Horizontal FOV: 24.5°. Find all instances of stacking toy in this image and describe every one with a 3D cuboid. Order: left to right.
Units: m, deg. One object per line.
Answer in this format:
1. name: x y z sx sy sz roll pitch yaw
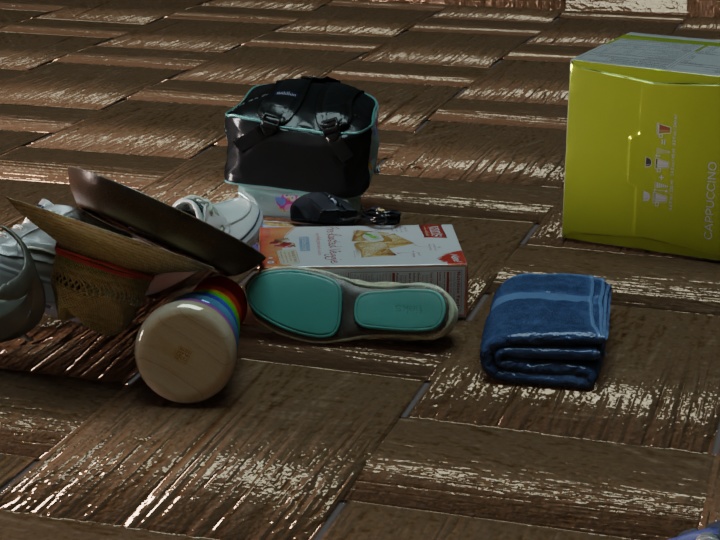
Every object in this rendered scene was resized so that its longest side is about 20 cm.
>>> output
1. stacking toy: -0.138 0.047 1.436 0.084 0.087 0.200 1 13 3

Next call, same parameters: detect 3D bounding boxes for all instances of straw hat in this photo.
1. straw hat: -0.222 0.008 1.411 0.199 0.086 0.201 19 -1 0

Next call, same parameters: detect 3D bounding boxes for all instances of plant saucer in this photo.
1. plant saucer: -0.182 -0.040 1.515 0.198 0.032 0.200 25 -5 2

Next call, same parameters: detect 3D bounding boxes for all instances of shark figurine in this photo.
1. shark figurine: -0.314 0.047 1.409 0.213 0.128 0.090 -13 44 48

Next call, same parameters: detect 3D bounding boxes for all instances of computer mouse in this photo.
1. computer mouse: -0.015 -0.065 1.730 0.058 0.035 0.199 6 0 -32

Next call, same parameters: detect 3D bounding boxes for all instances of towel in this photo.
1. towel: 0.167 0.046 1.480 0.110 0.049 0.200 2 18 9

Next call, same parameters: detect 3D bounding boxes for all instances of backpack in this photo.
1. backpack: -0.063 -0.142 1.892 0.173 0.155 0.201 4 27 4

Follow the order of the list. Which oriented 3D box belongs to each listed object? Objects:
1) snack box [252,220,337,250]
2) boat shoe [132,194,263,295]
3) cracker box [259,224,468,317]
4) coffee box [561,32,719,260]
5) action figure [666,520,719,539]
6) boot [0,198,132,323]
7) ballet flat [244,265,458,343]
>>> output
1. snack box: -0.099 -0.033 1.765 0.197 0.025 0.072 4 18 12
2. boat shoe: -0.166 -0.041 1.677 0.073 0.068 0.200 15 31 28
3. cracker box: 0.000 0.000 1.607 0.197 0.058 0.134 0 18 -4
4. coffee box: 0.349 -0.140 1.814 0.198 0.202 0.197 10 21 27
5. action figure: 0.278 0.176 0.988 0.198 0.106 0.193 -19 11 32
6. boot: -0.307 -0.020 1.510 0.198 0.097 0.073 17 -18 -20
7. ballet flat: -0.008 0.039 1.509 0.197 0.068 0.062 8 -9 12
